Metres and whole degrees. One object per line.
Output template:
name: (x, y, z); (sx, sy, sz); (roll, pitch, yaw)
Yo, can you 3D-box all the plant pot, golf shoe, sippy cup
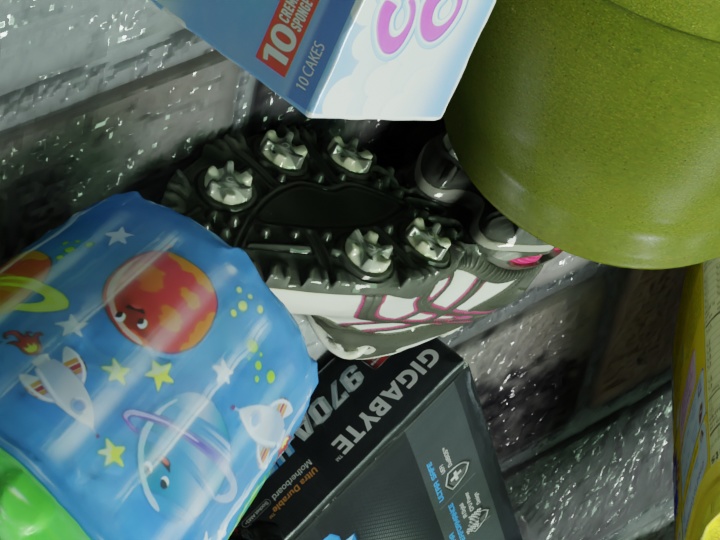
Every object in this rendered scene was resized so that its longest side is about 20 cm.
plant pot: (0.109, -0.105, 0.938); (0.200, 0.200, 0.193); (-33, 156, -32)
golf shoe: (0.000, 0.000, 0.991); (0.200, 0.077, 0.088); (-5, 138, -48)
sippy cup: (-0.087, 0.051, 0.868); (0.130, 0.140, 0.178); (-47, 158, -28)

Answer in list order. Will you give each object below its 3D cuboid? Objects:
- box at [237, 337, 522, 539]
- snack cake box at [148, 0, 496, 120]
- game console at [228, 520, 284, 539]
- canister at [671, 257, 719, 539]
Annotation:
box: (-0.010, 0.126, 1.133); (0.159, 0.046, 0.200); (-43, 149, -16)
snack cake box: (0.005, -0.155, 0.792); (0.067, 0.115, 0.200); (-3, 123, -53)
game console: (-0.053, 0.195, 0.999); (0.172, 0.119, 0.200); (-8, 139, -10)
canister: (0.178, 0.075, 1.206); (0.200, 0.086, 0.149); (-84, 180, -48)
